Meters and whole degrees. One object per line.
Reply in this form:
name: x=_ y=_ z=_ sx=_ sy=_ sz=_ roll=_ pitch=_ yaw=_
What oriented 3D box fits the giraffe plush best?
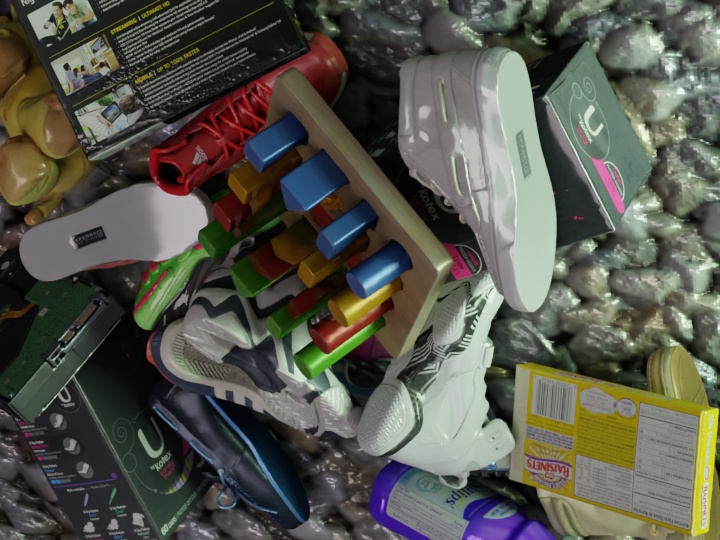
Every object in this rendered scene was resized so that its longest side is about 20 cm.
giraffe plush: x=-0.286 y=-0.156 z=1.573 sx=0.162 sy=0.172 sz=0.200 roll=49 pitch=165 yaw=5

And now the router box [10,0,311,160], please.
router box: x=-0.160 y=-0.198 z=1.438 sx=0.199 sy=0.051 sz=0.150 roll=-26 pitch=92 yaw=5

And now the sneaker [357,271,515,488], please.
sneaker: x=0.092 y=0.091 z=1.535 sx=0.114 sy=0.075 sz=0.201 roll=31 pitch=97 yaw=-20

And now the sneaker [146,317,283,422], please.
sneaker: x=-0.106 y=0.092 z=1.644 sx=0.199 sy=0.075 sz=0.084 roll=26 pitch=163 yaw=-28

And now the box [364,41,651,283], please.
box: x=0.108 y=-0.078 z=1.416 sx=0.199 sy=0.106 sz=0.123 roll=-19 pitch=109 yaw=35

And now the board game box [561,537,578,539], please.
board game box: x=0.244 y=0.355 z=1.653 sx=0.199 sy=0.064 sz=0.148 roll=26 pitch=129 yaw=10

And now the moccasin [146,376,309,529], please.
moccasin: x=-0.126 y=0.172 z=1.719 sx=0.068 sy=0.081 sz=0.200 roll=-34 pitch=102 yaw=14

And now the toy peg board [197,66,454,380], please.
toy peg board: x=-0.040 y=-0.020 z=1.425 sx=0.200 sy=0.098 sz=0.199 roll=50 pitch=160 yaw=12

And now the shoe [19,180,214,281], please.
shoe: x=-0.207 y=-0.043 z=1.624 sx=0.199 sy=0.091 sz=0.072 roll=-15 pitch=99 yaw=25

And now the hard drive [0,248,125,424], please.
hard drive: x=-0.317 y=0.058 z=1.670 sx=0.199 sy=0.140 sz=0.038 roll=16 pitch=152 yaw=51

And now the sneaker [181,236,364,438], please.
sneaker: x=-0.056 y=0.049 z=1.555 sx=0.199 sy=0.130 sz=0.079 roll=36 pitch=147 yaw=-22

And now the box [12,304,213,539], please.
box: x=-0.241 y=0.154 z=1.736 sx=0.105 sy=0.122 sz=0.201 roll=-12 pitch=114 yaw=34

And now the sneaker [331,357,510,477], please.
sneaker: x=0.054 y=0.135 z=1.614 sx=0.199 sy=0.072 sz=0.073 roll=21 pitch=89 yaw=4

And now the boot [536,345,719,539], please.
boot: x=0.221 y=0.152 z=1.530 sx=0.154 sy=0.073 sz=0.201 roll=3 pitch=124 yaw=28

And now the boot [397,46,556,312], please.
boot: x=0.084 y=-0.067 z=1.331 sx=0.095 sy=0.073 sz=0.202 roll=3 pitch=110 yaw=34

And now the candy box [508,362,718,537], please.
candy box: x=0.204 y=0.144 z=1.473 sx=0.199 sy=0.026 sz=0.103 roll=13 pitch=105 yaw=46

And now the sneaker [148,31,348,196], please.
sneaker: x=-0.099 y=-0.116 z=1.497 sx=0.078 sy=0.116 sz=0.200 roll=48 pitch=130 yaw=-7

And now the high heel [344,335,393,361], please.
high heel: x=0.000 y=0.000 z=1.550 sx=0.095 sy=0.068 sz=0.201 roll=6 pitch=138 yaw=13

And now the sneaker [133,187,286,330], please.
sneaker: x=-0.126 y=-0.007 z=1.625 sx=0.083 sy=0.077 sz=0.200 roll=27 pitch=132 yaw=-29

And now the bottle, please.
bottle: x=0.106 y=0.233 z=1.612 sx=0.199 sy=0.083 sz=0.066 roll=25 pitch=117 yaw=29
